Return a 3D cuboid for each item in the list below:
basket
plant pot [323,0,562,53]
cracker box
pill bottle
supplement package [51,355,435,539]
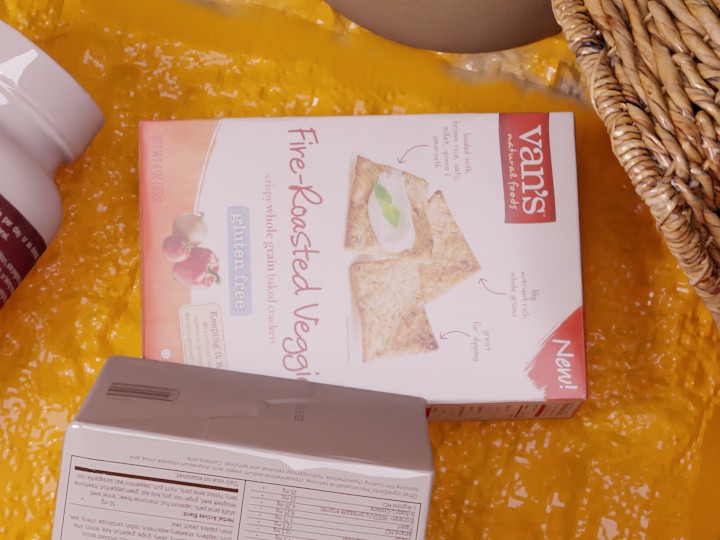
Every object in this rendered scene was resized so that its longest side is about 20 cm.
[{"bbox_3d":[0.147,-0.059,1.306,0.143,0.200,0.149,30,78,34],"label":"basket"},{"bbox_3d":[0.051,-0.213,1.371,0.200,0.134,0.201,0,78,-2],"label":"plant pot"},{"bbox_3d":[0.000,0.000,1.361,0.199,0.058,0.134,-2,78,-3],"label":"cracker box"},{"bbox_3d":[-0.205,-0.014,1.327,0.113,0.113,0.200,36,79,5],"label":"pill bottle"},{"bbox_3d":[-0.054,0.153,1.233,0.147,0.191,0.201,8,96,0],"label":"supplement package"}]
